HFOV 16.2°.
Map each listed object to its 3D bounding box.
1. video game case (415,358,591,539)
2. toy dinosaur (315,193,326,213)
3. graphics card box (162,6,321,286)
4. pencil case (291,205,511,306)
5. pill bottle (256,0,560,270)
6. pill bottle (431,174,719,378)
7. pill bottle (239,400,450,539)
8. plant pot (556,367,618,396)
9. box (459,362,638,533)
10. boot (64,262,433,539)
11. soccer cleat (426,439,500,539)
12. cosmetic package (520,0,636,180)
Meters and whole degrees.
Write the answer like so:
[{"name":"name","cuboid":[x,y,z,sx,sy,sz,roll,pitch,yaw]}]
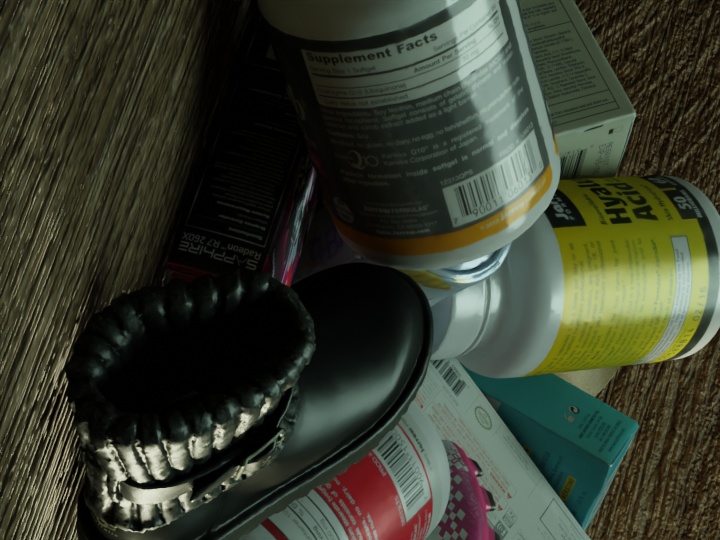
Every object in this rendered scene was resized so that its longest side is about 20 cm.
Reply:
[{"name":"video game case","cuboid":[0.039,0.147,1.423,0.036,0.200,0.181,-29,-167,42]},{"name":"toy dinosaur","cuboid":[-0.009,-0.090,1.450,0.077,0.102,0.202,17,72,-58]},{"name":"graphics card box","cuboid":[-0.048,-0.047,1.263,0.126,0.050,0.201,97,8,-59]},{"name":"pencil case","cuboid":[0.000,0.000,1.351,0.091,0.083,0.200,-43,-175,-34]},{"name":"pill bottle","cuboid":[0.018,-0.109,1.157,0.117,0.115,0.201,-70,150,-47]},{"name":"pill bottle","cuboid":[0.108,0.004,1.452,0.111,0.199,0.112,10,-78,54]},{"name":"pill bottle","cuboid":[-0.049,0.137,1.240,0.200,0.112,0.113,-41,151,-46]},{"name":"plant pot","cuboid":[0.082,-0.030,1.656,0.187,0.185,0.201,-70,161,-46]},{"name":"box","cuboid":[0.061,0.083,1.522,0.049,0.199,0.083,-48,163,-50]},{"name":"boot","cuboid":[-0.039,0.038,1.084,0.211,0.079,0.158,-42,159,-28]},{"name":"soccer cleat","cuboid":[0.027,0.177,1.324,0.070,0.086,0.201,122,-30,-55]},{"name":"cosmetic package","cuboid":[0.074,-0.138,1.520,0.073,0.103,0.201,101,-31,-55]}]
